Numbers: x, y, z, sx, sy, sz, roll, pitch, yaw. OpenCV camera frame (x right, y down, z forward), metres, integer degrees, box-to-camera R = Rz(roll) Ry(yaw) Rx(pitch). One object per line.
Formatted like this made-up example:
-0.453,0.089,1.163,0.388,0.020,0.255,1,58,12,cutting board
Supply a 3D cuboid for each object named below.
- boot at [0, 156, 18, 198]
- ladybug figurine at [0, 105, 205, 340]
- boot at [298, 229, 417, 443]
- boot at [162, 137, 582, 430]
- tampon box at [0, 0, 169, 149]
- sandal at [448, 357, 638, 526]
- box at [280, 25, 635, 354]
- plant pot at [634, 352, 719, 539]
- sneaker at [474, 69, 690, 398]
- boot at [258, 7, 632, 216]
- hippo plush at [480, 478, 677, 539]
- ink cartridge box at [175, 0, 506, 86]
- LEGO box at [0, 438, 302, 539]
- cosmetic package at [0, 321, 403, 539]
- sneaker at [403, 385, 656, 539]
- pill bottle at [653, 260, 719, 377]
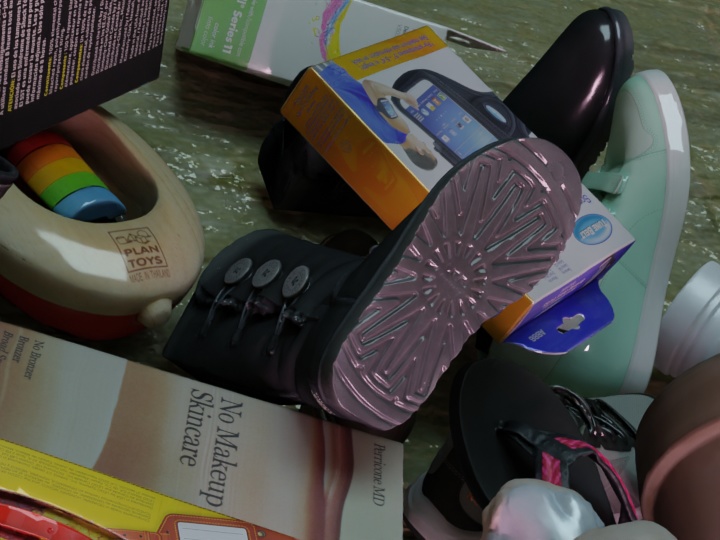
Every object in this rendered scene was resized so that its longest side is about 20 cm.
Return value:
-0.232,0.020,0.783,0.070,0.132,0.200,28,33,4,boot
-0.163,-0.029,0.952,0.135,0.072,0.200,-8,44,-39,ladybug figurine
0.017,0.021,0.964,0.074,0.097,0.200,28,32,-21,boot
-0.001,0.001,0.870,0.165,0.200,0.066,-45,108,-18,boot
-0.211,-0.154,0.920,0.149,0.127,0.200,24,31,21,tampon box
0.109,0.128,0.851,0.075,0.045,0.201,-22,82,-37,sandal
0.063,-0.044,0.967,0.200,0.042,0.119,45,38,13,box
0.236,0.157,0.867,0.199,0.200,0.174,15,51,-13,plant pot
0.123,-0.028,1.045,0.118,0.202,0.074,10,-5,-11,sneaker
0.053,-0.102,1.096,0.199,0.166,0.066,9,28,-22,boot
0.058,0.204,0.742,0.160,0.159,0.201,-25,98,-29,hippo plush
-0.016,-0.148,1.178,0.199,0.068,0.117,16,5,-12,ink cartridge box
-0.138,0.144,0.654,0.199,0.149,0.077,19,33,-7,LEGO box
-0.087,0.109,0.792,0.199,0.088,0.104,17,32,-11,cosmetic package
0.112,0.098,0.944,0.200,0.080,0.074,-13,46,-45,sneaker
0.268,0.080,1.044,0.200,0.105,0.104,36,35,18,pill bottle
